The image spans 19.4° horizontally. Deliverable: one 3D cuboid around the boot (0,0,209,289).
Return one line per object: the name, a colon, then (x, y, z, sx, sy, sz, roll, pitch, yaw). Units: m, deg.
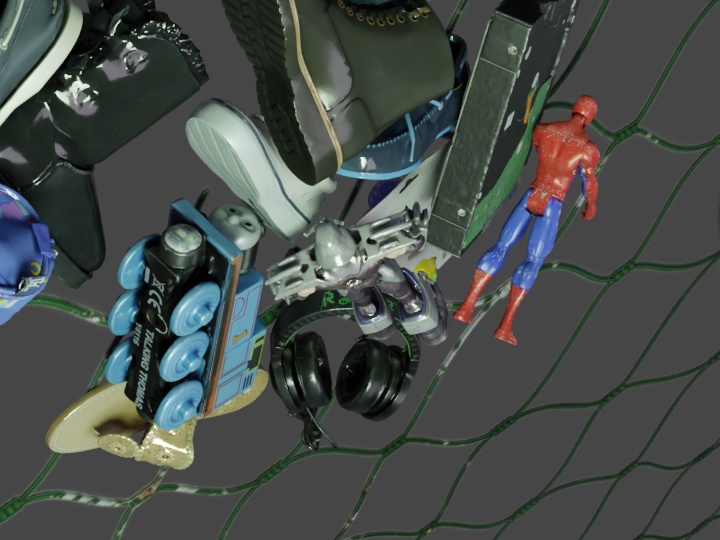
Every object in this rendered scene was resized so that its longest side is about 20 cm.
boot: (-0.166, -0.087, 1.341, 0.162, 0.073, 0.198, -40, 149, -4)

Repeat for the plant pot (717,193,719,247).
plant pot: (0.429, -0.068, 2.132, 0.200, 0.093, 0.201, -31, 152, -19)

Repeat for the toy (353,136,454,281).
toy: (0.033, -0.040, 1.697, 0.115, 0.047, 0.200, -42, 156, -13)

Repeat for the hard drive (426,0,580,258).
hard drive: (0.109, -0.124, 1.602, 0.140, 0.038, 0.201, -46, 155, -55)

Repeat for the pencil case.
pencil case: (-0.256, 0.019, 1.304, 0.086, 0.079, 0.200, 8, 149, -31)

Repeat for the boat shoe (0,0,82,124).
boat shoe: (-0.241, -0.093, 1.218, 0.200, 0.075, 0.062, -50, 134, -3)

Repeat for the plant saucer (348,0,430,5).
plant saucer: (0.050, -0.261, 1.421, 0.199, 0.027, 0.201, -31, 151, -19)

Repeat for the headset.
headset: (-0.021, 0.078, 1.759, 0.122, 0.094, 0.201, 6, 136, -12)

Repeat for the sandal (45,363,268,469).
sandal: (-0.144, 0.122, 1.675, 0.211, 0.070, 0.078, -14, 142, -42)

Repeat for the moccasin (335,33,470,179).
moccasin: (0.024, -0.124, 1.522, 0.200, 0.080, 0.069, -50, 152, -60)

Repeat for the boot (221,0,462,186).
boot: (-0.011, -0.173, 1.385, 0.138, 0.077, 0.201, -32, 133, -21)

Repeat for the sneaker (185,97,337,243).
sneaker: (-0.067, -0.087, 1.488, 0.071, 0.073, 0.200, -52, 161, -7)

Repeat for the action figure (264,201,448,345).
action figure: (0.000, 0.000, 1.564, 0.129, 0.070, 0.200, -12, 157, 15)

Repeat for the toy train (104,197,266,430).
toy train: (-0.124, 0.031, 1.560, 0.114, 0.087, 0.201, -33, 151, -36)

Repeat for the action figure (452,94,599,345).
action figure: (0.146, -0.043, 1.672, 0.201, 0.065, 0.099, -66, 161, 3)
